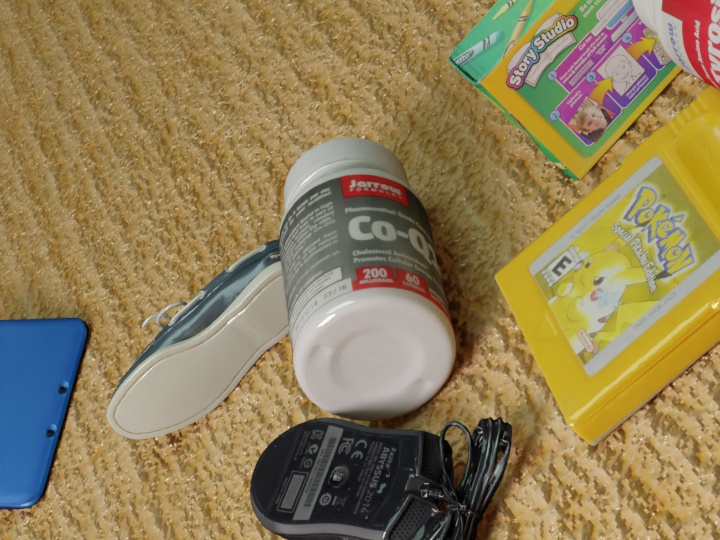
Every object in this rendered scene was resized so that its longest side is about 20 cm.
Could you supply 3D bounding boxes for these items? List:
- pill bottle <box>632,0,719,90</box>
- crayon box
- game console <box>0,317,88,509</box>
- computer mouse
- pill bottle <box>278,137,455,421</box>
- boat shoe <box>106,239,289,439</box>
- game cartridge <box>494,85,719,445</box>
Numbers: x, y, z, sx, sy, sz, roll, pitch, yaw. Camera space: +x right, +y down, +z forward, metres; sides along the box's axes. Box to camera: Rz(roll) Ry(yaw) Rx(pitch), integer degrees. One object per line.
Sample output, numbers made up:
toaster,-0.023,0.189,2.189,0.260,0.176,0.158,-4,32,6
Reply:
pill bottle,0.256,-0.162,1.225,0.112,0.112,0.200,-50,32,2
crayon box,0.172,-0.177,1.340,0.200,0.119,0.058,-47,32,6
game console,-0.333,0.151,1.741,0.171,0.117,0.201,118,167,-52
computer mouse,0.011,0.155,1.282,0.199,0.053,0.139,7,64,42
pill bottle,0.000,0.000,1.384,0.114,0.114,0.201,-37,35,21
boat shoe,-0.122,0.051,1.523,0.200,0.075,0.062,-44,34,8
game cartridge,0.187,-0.009,1.236,0.200,0.032,0.177,-44,33,14
